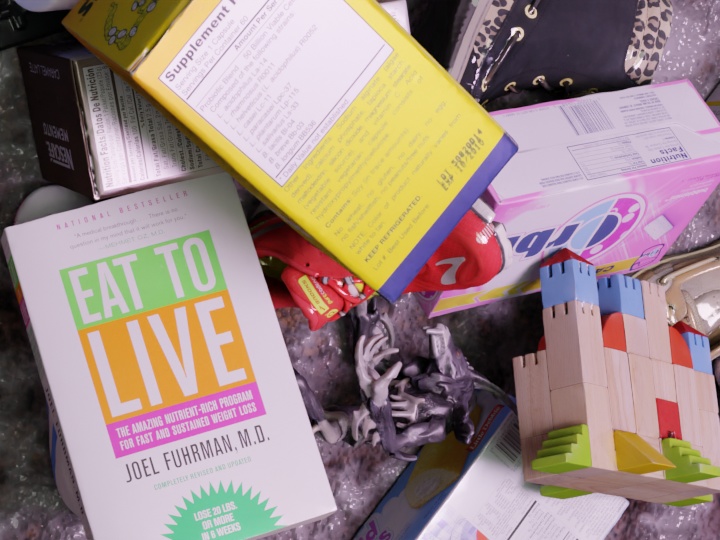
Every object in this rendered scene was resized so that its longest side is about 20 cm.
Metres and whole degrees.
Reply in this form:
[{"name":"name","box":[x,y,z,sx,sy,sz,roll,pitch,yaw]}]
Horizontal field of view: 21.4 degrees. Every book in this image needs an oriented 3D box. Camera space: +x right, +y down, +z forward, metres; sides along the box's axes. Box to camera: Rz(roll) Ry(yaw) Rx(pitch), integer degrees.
[{"name":"book","box":[-0.108,0.058,1.047,0.133,0.048,0.201,-15,79,-19]}]

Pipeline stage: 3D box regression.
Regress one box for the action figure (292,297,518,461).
[{"name":"action figure","box":[-0.003,0.063,1.141,0.199,0.119,0.102,-8,114,-17]}]

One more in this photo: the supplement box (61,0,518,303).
[{"name":"supplement box","box":[-0.035,-0.094,0.975,0.109,0.109,0.200,-50,123,-3]}]

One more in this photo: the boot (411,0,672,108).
[{"name":"boot","box":[0.103,-0.117,1.192,0.153,0.073,0.204,23,88,-28]}]

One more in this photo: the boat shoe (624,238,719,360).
[{"name":"boat shoe","box":[0.234,0.023,1.273,0.200,0.063,0.073,-23,105,-21]}]

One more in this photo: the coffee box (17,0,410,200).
[{"name":"coffee box","box":[-0.081,-0.104,1.086,0.199,0.114,0.080,-14,104,-22]}]

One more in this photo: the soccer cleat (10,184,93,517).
[{"name":"soccer cleat","box":[-0.150,0.051,1.087,0.070,0.086,0.201,-13,101,-23]}]

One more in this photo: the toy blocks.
[{"name":"toy blocks","box":[0.160,0.066,1.176,0.200,0.100,0.137,16,64,-47]}]

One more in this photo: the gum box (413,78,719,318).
[{"name":"gum box","box":[0.127,-0.046,1.169,0.199,0.114,0.066,-12,59,-31]}]

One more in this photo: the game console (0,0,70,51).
[{"name":"game console","box":[-0.232,-0.203,1.001,0.172,0.119,0.201,-21,105,-21]}]

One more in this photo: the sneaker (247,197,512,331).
[{"name":"sneaker","box":[0.000,0.000,1.087,0.085,0.199,0.077,-53,123,-35]}]

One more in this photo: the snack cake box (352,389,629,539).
[{"name":"snack cake box","box":[0.065,0.187,1.213,0.115,0.067,0.200,43,78,-24]}]

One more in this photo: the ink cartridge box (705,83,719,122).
[{"name":"ink cartridge box","box":[0.315,-0.143,1.268,0.059,0.104,0.200,44,78,-23]}]

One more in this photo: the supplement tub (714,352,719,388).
[{"name":"supplement tub","box":[0.331,0.127,1.294,0.132,0.132,0.201,-28,107,-19]}]

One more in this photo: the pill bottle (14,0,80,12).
[{"name":"pill bottle","box":[-0.097,-0.203,1.044,0.199,0.114,0.114,-14,102,-36]}]
